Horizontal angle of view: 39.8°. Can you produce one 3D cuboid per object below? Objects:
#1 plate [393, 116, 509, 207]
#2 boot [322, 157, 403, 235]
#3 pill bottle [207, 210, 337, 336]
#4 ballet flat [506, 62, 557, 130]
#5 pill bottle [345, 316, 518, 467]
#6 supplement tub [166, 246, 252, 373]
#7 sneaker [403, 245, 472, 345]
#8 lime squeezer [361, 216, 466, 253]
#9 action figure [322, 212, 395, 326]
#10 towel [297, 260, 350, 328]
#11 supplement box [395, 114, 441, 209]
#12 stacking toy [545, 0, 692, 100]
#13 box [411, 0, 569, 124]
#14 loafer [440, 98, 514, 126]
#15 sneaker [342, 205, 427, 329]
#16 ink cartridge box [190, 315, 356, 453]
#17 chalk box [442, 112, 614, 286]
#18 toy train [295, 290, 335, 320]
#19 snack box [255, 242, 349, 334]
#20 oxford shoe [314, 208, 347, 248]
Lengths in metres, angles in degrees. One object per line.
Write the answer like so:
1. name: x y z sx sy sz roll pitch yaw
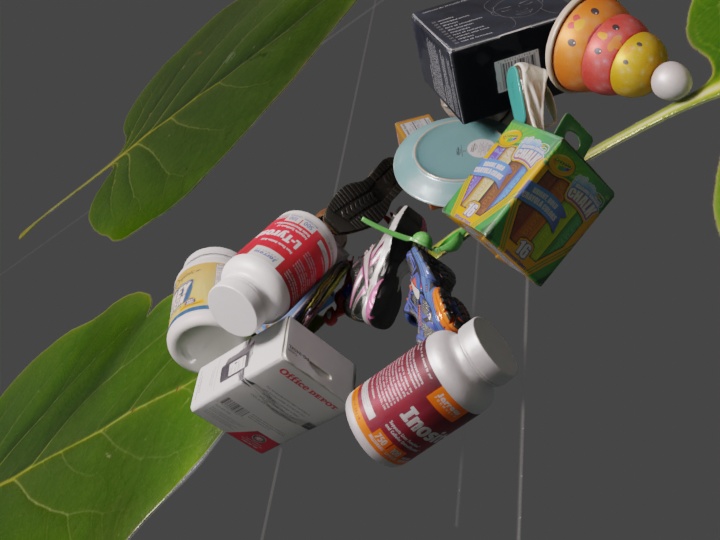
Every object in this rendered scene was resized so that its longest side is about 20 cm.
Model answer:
1. plate: 0.146 -0.169 1.457 0.200 0.026 0.200 -6 46 6
2. boot: -0.010 -0.084 1.585 0.200 0.077 0.138 -37 -6 -43
3. pill bottle: -0.128 0.005 1.435 0.112 0.112 0.200 -20 18 42
4. ballet flat: 0.246 -0.191 1.386 0.069 0.069 0.200 -6 87 51
5. pill bottle: 0.088 0.146 1.216 0.200 0.113 0.113 -38 32 23
6. supplement tub: -0.257 0.068 1.740 0.145 0.145 0.200 -37 33 24
7. sneaker: 0.089 0.036 1.377 0.078 0.075 0.200 -44 29 20
8. lime squeezer: 0.104 -0.057 1.433 0.200 0.071 0.038 -9 23 -1
9. action figure: 0.000 0.000 1.556 0.200 0.052 0.065 -60 18 -10
10. towel: -0.088 0.077 1.508 0.200 0.023 0.144 -53 1 41
11. supplement box: 0.110 -0.173 1.557 0.069 0.067 0.200 -14 33 -3
12. stacking toy: 0.360 -0.280 1.324 0.146 0.146 0.200 -52 47 -1
13. box: 0.204 -0.332 1.489 0.200 0.124 0.197 -18 34 -5
14. loafer: 0.179 -0.277 1.600 0.072 0.063 0.200 -52 30 0
15. sneaker: 0.027 -0.012 1.488 0.086 0.080 0.200 5 59 41
16. ink cartridge box: -0.124 0.170 1.446 0.200 0.145 0.083 -31 35 32
17. chalk box: 0.230 -0.106 1.285 0.200 0.125 0.124 -52 30 2
18. toy train: -0.111 0.010 1.671 0.114 0.087 0.200 -34 31 11
19. snack box: -0.106 0.024 1.562 0.200 0.072 0.024 -49 -7 19
20. oxford shoe: -0.054 -0.068 1.645 0.200 0.071 0.071 -80 3 -66
